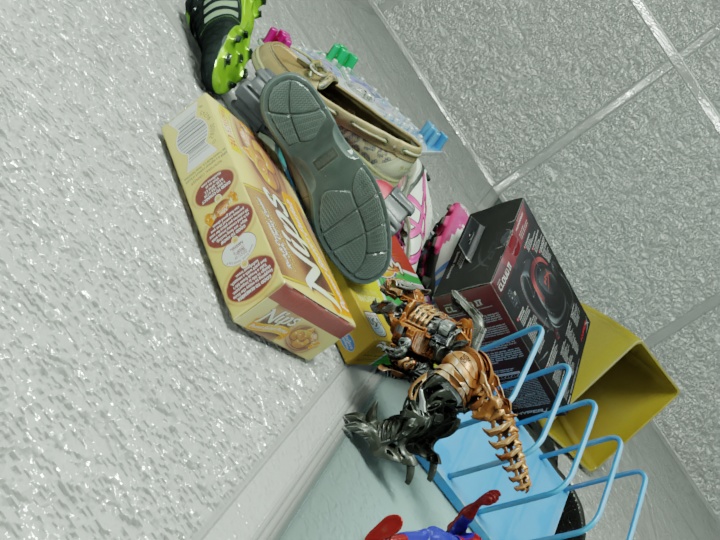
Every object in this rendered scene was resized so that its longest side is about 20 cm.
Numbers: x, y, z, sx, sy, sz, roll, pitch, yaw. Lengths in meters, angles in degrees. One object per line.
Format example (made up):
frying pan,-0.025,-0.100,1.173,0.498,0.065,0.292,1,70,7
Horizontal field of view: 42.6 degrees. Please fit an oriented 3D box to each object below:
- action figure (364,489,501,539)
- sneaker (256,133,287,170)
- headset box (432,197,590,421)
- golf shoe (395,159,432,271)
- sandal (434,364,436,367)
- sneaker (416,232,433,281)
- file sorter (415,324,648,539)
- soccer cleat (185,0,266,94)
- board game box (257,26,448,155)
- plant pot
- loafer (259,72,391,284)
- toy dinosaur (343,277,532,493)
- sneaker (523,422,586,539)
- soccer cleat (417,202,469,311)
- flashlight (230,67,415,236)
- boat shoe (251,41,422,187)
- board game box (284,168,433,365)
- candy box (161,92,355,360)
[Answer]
action figure,0.090,0.211,0.721,0.200,0.098,0.066,33,27,-61
sneaker,-0.070,-0.158,1.015,0.077,0.079,0.202,41,20,-41
headset box,0.161,0.035,0.981,0.201,0.074,0.150,56,39,-24
golf shoe,0.053,-0.046,1.059,0.091,0.072,0.204,24,60,-39
sandal,0.130,0.148,1.027,0.199,0.079,0.088,21,42,-53
sneaker,0.079,0.023,1.127,0.146,0.077,0.202,48,23,3
file sorter,0.166,0.178,0.882,0.201,0.122,0.139,53,42,-12
soccer cleat,-0.155,-0.259,1.000,0.068,0.079,0.203,87,8,-48
board game box,-0.002,-0.208,1.083,0.200,0.026,0.199,44,22,14
plant pot,0.364,0.168,1.508,0.200,0.200,0.177,41,10,-43
loafer,-0.030,-0.085,0.837,0.203,0.071,0.063,64,-8,-16
toy dinosaur,0.064,0.097,0.759,0.101,0.136,0.201,30,18,-38
sneaker,0.220,0.240,1.125,0.202,0.060,0.104,61,16,19
soccer cleat,0.109,0.008,1.053,0.085,0.070,0.202,26,46,-6
flashlight,-0.036,-0.108,0.894,0.200,0.068,0.068,46,-27,-2
boat shoe,-0.023,-0.168,0.935,0.199,0.063,0.073,41,31,-4
board game box,0.000,0.000,0.927,0.152,0.040,0.202,10,47,-55
candy box,-0.084,-0.036,0.756,0.115,0.055,0.202,35,25,-56
